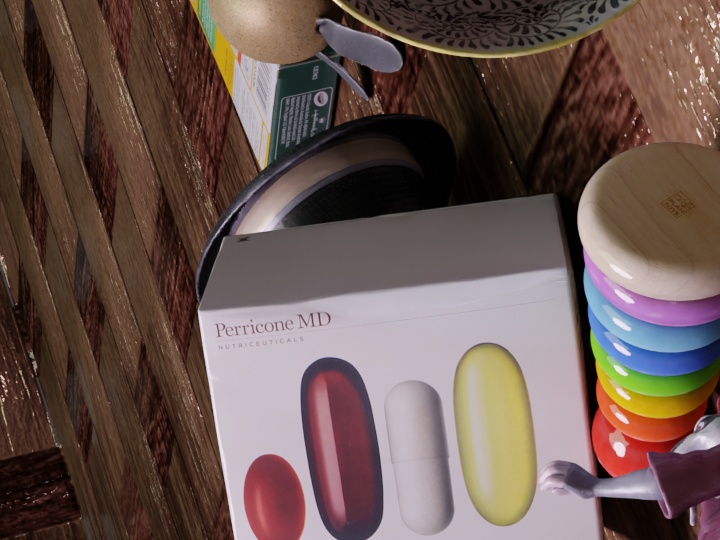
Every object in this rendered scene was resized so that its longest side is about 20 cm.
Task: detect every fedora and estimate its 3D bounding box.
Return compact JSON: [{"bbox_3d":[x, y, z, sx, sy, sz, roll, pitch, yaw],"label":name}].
[{"bbox_3d":[0.000,0.000,1.302,0.092,0.200,0.201,53,155,25],"label":"fedora"}]

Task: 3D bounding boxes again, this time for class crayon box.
[{"bbox_3d":[-0.074,-0.185,1.606,0.126,0.051,0.200,100,151,-54],"label":"crayon box"}]

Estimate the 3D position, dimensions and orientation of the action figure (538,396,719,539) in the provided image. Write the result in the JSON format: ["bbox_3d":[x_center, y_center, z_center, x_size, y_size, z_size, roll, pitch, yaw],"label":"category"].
[{"bbox_3d":[0.170,0.125,0.953,0.149,0.134,0.200,-31,39,37],"label":"action figure"}]

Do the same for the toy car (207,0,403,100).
[{"bbox_3d":[-0.047,-0.198,1.437,0.200,0.158,0.164,47,166,-2],"label":"toy car"}]

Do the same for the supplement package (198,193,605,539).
[{"bbox_3d":[0.027,0.083,1.172,0.147,0.191,0.201,-81,-17,-74],"label":"supplement package"}]

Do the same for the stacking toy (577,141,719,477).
[{"bbox_3d":[0.141,0.036,1.034,0.200,0.085,0.085,86,162,-50],"label":"stacking toy"}]

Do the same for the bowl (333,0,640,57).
[{"bbox_3d":[0.048,-0.184,0.968,0.094,0.200,0.201,130,125,-84],"label":"bowl"}]
